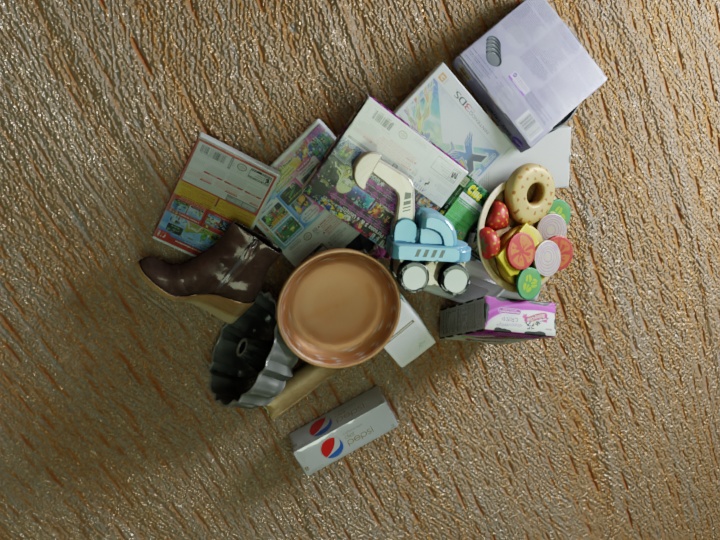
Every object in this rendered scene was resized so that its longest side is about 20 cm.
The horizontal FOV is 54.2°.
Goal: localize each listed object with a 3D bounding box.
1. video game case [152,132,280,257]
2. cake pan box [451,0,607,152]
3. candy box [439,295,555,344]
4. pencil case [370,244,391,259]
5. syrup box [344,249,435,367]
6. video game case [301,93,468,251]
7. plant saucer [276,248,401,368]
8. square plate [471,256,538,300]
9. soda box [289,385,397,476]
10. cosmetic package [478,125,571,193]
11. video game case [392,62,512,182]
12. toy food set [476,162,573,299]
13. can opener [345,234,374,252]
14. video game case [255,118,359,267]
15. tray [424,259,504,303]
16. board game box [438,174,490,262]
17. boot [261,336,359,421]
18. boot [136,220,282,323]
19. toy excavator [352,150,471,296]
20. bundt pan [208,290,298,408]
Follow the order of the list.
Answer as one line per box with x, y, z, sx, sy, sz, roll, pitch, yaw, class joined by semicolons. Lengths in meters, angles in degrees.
-0.235;-0.106;1.145;0.142;0.018;0.201;25;115;-17;video game case
0.279;-0.323;1.152;0.184;0.052;0.200;-42;94;-7;cake pan box
0.239;0.093;1.257;0.135;0.200;0.062;6;80;-14;candy box
0.059;-0.118;1.202;0.092;0.091;0.203;-8;108;-14;pencil case
0.039;0.067;1.212;0.081;0.079;0.200;-37;123;4;syrup box
0.038;-0.142;1.103;0.199;0.036;0.182;33;107;-16;video game case
-0.035;0.058;1.114;0.197;0.038;0.203;-4;111;-9;plant saucer
0.274;-0.042;1.312;0.195;0.028;0.203;8;107;-16;square plate
-0.034;0.304;1.338;0.198;0.068;0.064;-29;113;-2;soda box
0.257;-0.194;1.222;0.197;0.085;0.109;-5;109;-12;cosmetic package
0.119;-0.195;1.137;0.200;0.022;0.182;-45;108;3;video game case
0.278;-0.060;1.178;0.200;0.048;0.199;-47;114;-19;toy food set
0.000;0.000;1.242;0.078;0.063;0.202;-15;112;-8;can opener
-0.078;-0.114;1.163;0.200;0.024;0.182;-41;99;16;video game case
0.178;0.022;1.282;0.198;0.022;0.108;18;132;-22;tray
0.197;-0.082;1.200;0.105;0.023;0.199;-51;142;10;board game box
-0.087;0.179;1.221;0.199;0.176;0.066;-34;72;-14;boot
-0.247;-0.017;1.155;0.198;0.073;0.167;28;111;-17;boot
0.078;-0.074;1.074;0.192;0.100;0.203;3;101;-7;toy excavator
-0.171;0.141;1.188;0.075;0.202;0.203;27;102;-34;bundt pan
